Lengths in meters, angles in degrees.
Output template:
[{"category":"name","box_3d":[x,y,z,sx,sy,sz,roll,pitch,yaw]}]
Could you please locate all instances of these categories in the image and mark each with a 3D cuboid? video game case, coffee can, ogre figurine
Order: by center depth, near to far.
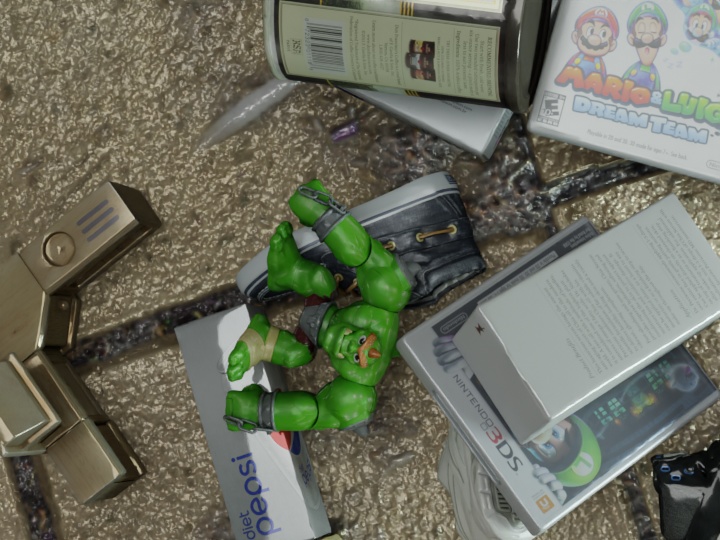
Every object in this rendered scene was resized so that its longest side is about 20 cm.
[{"category":"video game case","box_3d":[0.246,-0.170,1.396,0.198,0.024,0.183,16,90,10]},{"category":"coffee can","box_3d":[0.040,-0.207,1.402,0.198,0.146,0.148,9,88,13]},{"category":"video game case","box_3d":[0.156,0.078,1.415,0.199,0.023,0.182,-32,80,-24]},{"category":"ogre figurine","box_3d":[-0.027,0.041,1.418,0.119,0.098,0.201,19,77,10]}]

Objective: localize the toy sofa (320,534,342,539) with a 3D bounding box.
[{"category":"toy sofa","box_3d":[-0.058,0.316,1.464,0.098,0.083,0.200,44,96,12]}]

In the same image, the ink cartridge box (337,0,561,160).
[{"category":"ink cartridge box","box_3d":[0.062,-0.222,1.494,0.195,0.043,0.201,28,90,13]}]

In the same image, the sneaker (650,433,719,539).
[{"category":"sneaker","box_3d":[0.285,0.135,1.406,0.111,0.073,0.202,13,91,8]}]

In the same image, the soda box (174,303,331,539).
[{"category":"soda box","box_3d":[-0.088,0.132,1.491,0.068,0.063,0.202,-18,83,10]}]

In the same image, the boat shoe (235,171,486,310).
[{"category":"boat shoe","box_3d":[0.000,0.000,1.476,0.199,0.071,0.091,-25,78,7]}]

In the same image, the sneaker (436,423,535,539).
[{"category":"sneaker","box_3d":[0.092,0.128,1.449,0.077,0.099,0.202,12,63,-24]}]

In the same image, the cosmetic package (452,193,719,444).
[{"category":"cosmetic package","box_3d":[0.182,0.036,1.387,0.199,0.071,0.102,-28,78,-23]}]

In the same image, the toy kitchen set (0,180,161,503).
[{"category":"toy kitchen set","box_3d":[-0.220,0.059,1.473,0.180,0.163,0.201,-38,80,7]}]
